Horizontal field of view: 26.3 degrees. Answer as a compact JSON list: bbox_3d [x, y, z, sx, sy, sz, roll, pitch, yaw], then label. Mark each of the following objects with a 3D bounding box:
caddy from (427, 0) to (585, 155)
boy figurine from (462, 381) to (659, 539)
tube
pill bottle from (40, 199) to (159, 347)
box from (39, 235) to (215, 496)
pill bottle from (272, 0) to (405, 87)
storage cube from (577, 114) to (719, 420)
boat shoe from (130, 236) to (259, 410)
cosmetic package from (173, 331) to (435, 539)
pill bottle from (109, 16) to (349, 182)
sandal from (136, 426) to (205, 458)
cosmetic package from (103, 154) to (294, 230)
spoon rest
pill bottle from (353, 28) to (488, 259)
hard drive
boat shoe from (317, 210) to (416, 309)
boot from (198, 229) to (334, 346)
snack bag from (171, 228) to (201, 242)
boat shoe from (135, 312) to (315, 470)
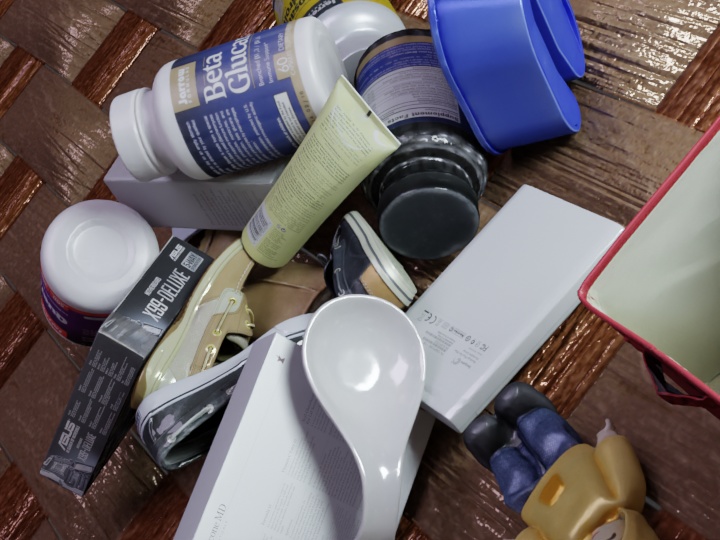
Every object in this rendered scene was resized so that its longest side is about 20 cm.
[{"bbox_3d":[0.113,-0.188,1.285,0.105,0.200,0.141,-8,50,24],"label":"caddy"},{"bbox_3d":[0.140,0.161,1.052,0.124,0.064,0.200,-45,32,6],"label":"boy figurine"},{"bbox_3d":[-0.037,-0.076,1.322,0.200,0.058,0.052,-50,27,44],"label":"tube"},{"bbox_3d":[-0.262,0.011,1.534,0.200,0.112,0.112,122,171,-69],"label":"pill bottle"},{"bbox_3d":[-0.212,0.088,1.404,0.200,0.050,0.158,-61,-1,39],"label":"box"},{"bbox_3d":[-0.015,-0.232,1.529,0.112,0.112,0.200,-42,36,13],"label":"pill bottle"},{"bbox_3d":[0.275,0.025,0.920,0.200,0.180,0.171,-52,35,2],"label":"storage cube"},{"bbox_3d":[-0.129,0.056,1.351,0.200,0.066,0.074,-61,-2,-35],"label":"boat shoe"},{"bbox_3d":[-0.045,0.170,1.170,0.052,0.151,0.200,-24,40,59],"label":"cosmetic package"},{"bbox_3d":[-0.115,-0.144,1.366,0.200,0.111,0.111,-16,46,15],"label":"pill bottle"},{"bbox_3d":[-0.085,0.147,1.319,0.212,0.070,0.078,-9,35,16],"label":"sandal"},{"bbox_3d":[-0.132,-0.097,1.467,0.200,0.071,0.101,4,51,32],"label":"cosmetic package"},{"bbox_3d":[0.006,0.115,1.146,0.061,0.099,0.200,148,122,-66],"label":"spoon rest"},{"bbox_3d":[0.053,-0.110,1.346,0.112,0.112,0.200,-31,41,27],"label":"pill bottle"},{"bbox_3d":[0.105,0.026,1.214,0.200,0.026,0.132,-46,35,-9],"label":"hard drive"},{"bbox_3d":[0.000,0.000,1.301,0.062,0.075,0.200,-40,15,4],"label":"boat shoe"},{"bbox_3d":[-0.075,-0.003,1.444,0.200,0.066,0.175,13,72,49],"label":"boot"},{"bbox_3d":[-0.133,-0.125,1.645,0.200,0.021,0.189,-36,37,21],"label":"snack bag"},{"bbox_3d":[-0.083,0.101,1.254,0.199,0.074,0.068,-22,42,-16],"label":"boat shoe"}]
